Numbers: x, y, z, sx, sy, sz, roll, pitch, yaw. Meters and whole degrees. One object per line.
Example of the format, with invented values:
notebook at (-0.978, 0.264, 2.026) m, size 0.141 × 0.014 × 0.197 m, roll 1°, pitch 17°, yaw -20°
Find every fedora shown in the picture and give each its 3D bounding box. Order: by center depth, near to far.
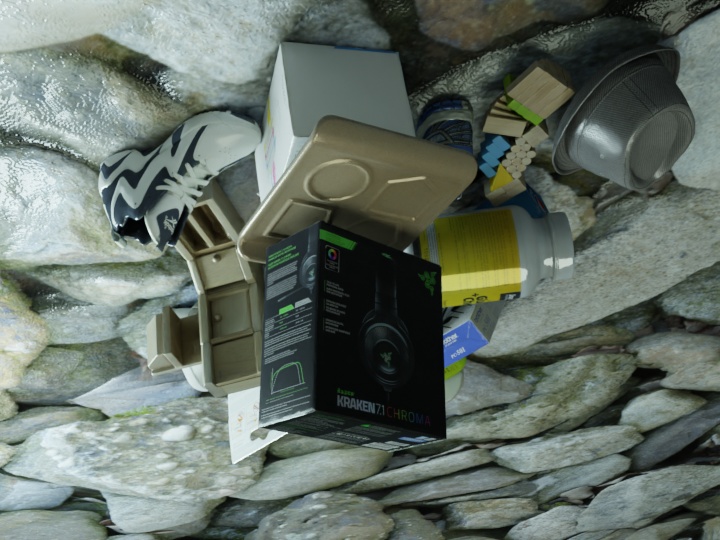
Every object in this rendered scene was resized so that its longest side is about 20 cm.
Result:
fedora at (0.303, -0.151, 1.008) m, size 0.176 × 0.091 × 0.200 m, roll -31°, pitch 153°, yaw -8°

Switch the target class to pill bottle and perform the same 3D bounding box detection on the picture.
pill bottle at (0.150, -0.018, 1.096) m, size 0.198 × 0.113 × 0.112 m, roll -7°, pitch 149°, yaw 3°

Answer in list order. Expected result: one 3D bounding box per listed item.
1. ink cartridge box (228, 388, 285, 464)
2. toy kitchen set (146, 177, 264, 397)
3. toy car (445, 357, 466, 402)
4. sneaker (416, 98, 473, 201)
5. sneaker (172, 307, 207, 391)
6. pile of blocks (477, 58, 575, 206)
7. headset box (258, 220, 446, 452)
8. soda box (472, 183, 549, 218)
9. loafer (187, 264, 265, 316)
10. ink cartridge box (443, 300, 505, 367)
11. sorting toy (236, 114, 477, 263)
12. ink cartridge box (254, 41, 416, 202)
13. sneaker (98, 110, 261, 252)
ink cartridge box at (-0.130, 0.166, 1.338) m, size 0.050 × 0.201 × 0.162 m, roll 20°, pitch 138°, yaw -40°
toy kitchen set at (-0.215, 0.033, 1.102) m, size 0.162 × 0.201 × 0.181 m, roll -15°, pitch 148°, yaw 8°
toy car at (0.052, 0.121, 1.335) m, size 0.198 × 0.151 × 0.175 m, roll -17°, pitch 154°, yaw 15°
sneaker at (0.080, -0.107, 1.073) m, size 0.076 × 0.086 × 0.200 m, roll 0°, pitch 148°, yaw -15°
sneaker at (-0.225, 0.121, 1.362) m, size 0.084 × 0.073 × 0.200 m, roll -10°, pitch 147°, yaw 5°
pile of blocks at (0.171, -0.166, 1.034) m, size 0.081 × 0.062 × 0.201 m, roll 9°, pitch 137°, yaw -10°
headset box at (-0.005, 0.065, 0.913) m, size 0.173 × 0.202 × 0.092 m, roll 20°, pitch 151°, yaw -37°
soda box at (0.155, -0.031, 1.206) m, size 0.199 × 0.068 × 0.064 m, roll -35°, pitch 141°, yaw 21°
loafer at (-0.142, 0.040, 1.242) m, size 0.199 × 0.072 × 0.063 m, roll -25°, pitch 120°, yaw 21°
ink cartridge box at (0.150, 0.049, 1.249) m, size 0.094 × 0.200 × 0.044 m, roll -34°, pitch 103°, yaw 33°
sorting toy at (-0.007, -0.069, 0.921) m, size 0.184 × 0.037 × 0.200 m, roll 10°, pitch 139°, yaw -30°
ink cartridge box at (-0.035, -0.123, 0.975) m, size 0.127 × 0.126 × 0.200 m, roll 0°, pitch 147°, yaw -16°
sneaker at (-0.193, -0.085, 0.987) m, size 0.198 × 0.130 × 0.080 m, roll -16°, pitch 149°, yaw 9°
